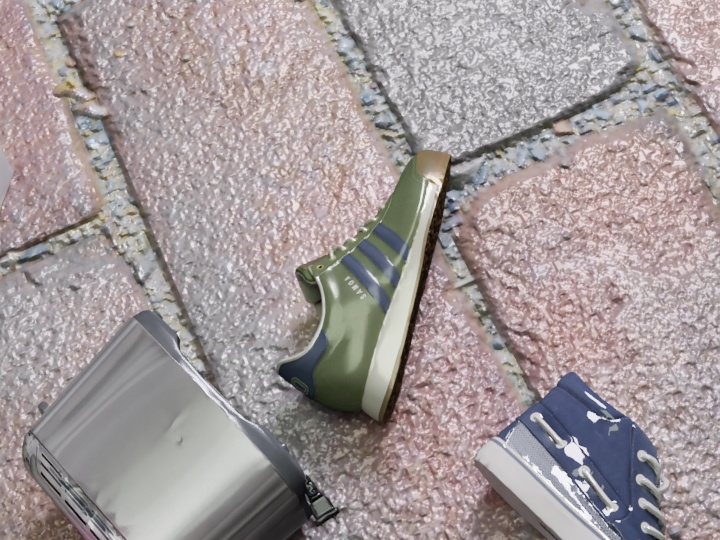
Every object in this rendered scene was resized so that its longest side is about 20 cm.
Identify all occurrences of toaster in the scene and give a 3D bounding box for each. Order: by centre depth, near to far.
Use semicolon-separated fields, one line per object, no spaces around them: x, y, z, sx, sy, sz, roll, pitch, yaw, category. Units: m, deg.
-0.120;0.134;1.131;0.129;0.114;0.200;-42;69;-11;toaster

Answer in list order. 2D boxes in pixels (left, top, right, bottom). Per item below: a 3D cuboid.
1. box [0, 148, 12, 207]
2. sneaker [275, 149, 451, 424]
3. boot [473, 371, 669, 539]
-0.370;-0.045;1.259;0.198;0.107;0.154;8;63;11;box
0.000;0.000;1.210;0.089;0.067;0.202;12;67;7;sneaker
0.167;0.151;1.105;0.090;0.073;0.200;-42;64;-9;boot
